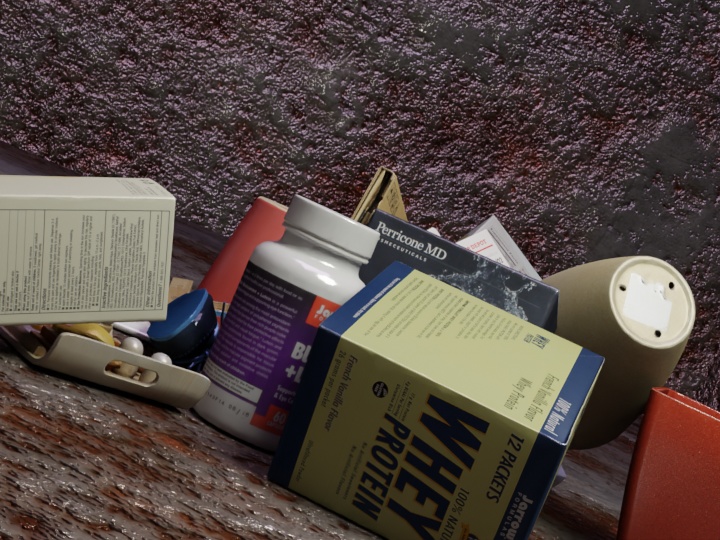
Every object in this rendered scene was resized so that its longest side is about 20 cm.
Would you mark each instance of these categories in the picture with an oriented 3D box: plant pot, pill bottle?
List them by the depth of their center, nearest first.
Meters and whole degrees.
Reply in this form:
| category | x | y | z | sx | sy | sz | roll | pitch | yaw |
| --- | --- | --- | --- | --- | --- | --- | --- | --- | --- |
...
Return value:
| category | x | y | z | sx | sy | sz | roll | pitch | yaw |
| --- | --- | --- | --- | --- | --- | --- | --- | --- | --- |
| pill bottle | -0.059 | 0.044 | 1.110 | 0.110 | 0.203 | 0.111 | 23 | 3 | -1 |
| plant pot | 0.337 | 0.233 | 1.224 | 0.198 | 0.178 | 0.200 | 26 | 3 | 18 |
| plant pot | 0.250 | 0.067 | 1.319 | 0.185 | 0.189 | 0.200 | 23 | -25 | -7 |
| plant pot | -0.090 | 0.023 | 1.514 | 0.198 | 0.180 | 0.200 | 24 | 2 | -1 |

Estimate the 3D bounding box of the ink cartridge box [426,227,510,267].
| category | x | y | z | sx | sy | sz | roll | pitch | yaw |
| --- | --- | --- | --- | --- | --- | --- | --- | --- | --- |
| ink cartridge box | 0.132 | 0.028 | 1.548 | 0.115 | 0.068 | 0.202 | -23 | 78 | -52 |

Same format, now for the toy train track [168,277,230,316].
| category | x | y | z | sx | sy | sz | roll | pitch | yaw |
| --- | --- | --- | --- | --- | --- | --- | --- | --- | --- |
| toy train track | -0.160 | 0.052 | 1.397 | 0.197 | 0.033 | 0.115 | 10 | 21 | -2 |

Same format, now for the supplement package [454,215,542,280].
| category | x | y | z | sx | sy | sz | roll | pitch | yaw |
| --- | --- | --- | --- | --- | --- | --- | --- | --- | --- |
| supplement package | 0.130 | 0.059 | 1.698 | 0.151 | 0.151 | 0.200 | 52 | 39 | -1 |

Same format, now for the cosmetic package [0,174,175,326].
| category | x | y | z | sx | sy | sz | roll | pitch | yaw |
| --- | --- | --- | --- | --- | --- | --- | --- | --- | --- |
| cosmetic package | -0.247 | -0.016 | 0.992 | 0.197 | 0.107 | 0.071 | 1 | 15 | -28 |

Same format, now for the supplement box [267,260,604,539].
| category | x | y | z | sx | sy | sz | roll | pitch | yaw |
| --- | --- | --- | --- | --- | --- | --- | --- | --- | --- |
| supplement box | 0.066 | 0.114 | 1.026 | 0.198 | 0.136 | 0.200 | 25 | 21 | 11 |

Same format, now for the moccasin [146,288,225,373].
| category | x | y | z | sx | sy | sz | roll | pitch | yaw |
| --- | --- | --- | --- | --- | --- | --- | --- | --- | --- |
| moccasin | -0.155 | 0.060 | 1.228 | 0.069 | 0.080 | 0.200 | 56 | -4 | -7 |

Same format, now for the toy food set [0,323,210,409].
| category | x | y | z | sx | sy | sz | roll | pitch | yaw |
| --- | --- | --- | --- | --- | --- | --- | --- | --- | --- |
| toy food set | -0.228 | 0.046 | 1.091 | 0.142 | 0.061 | 0.199 | 23 | 3 | -38 |

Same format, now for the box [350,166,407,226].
| category | x | y | z | sx | sy | sz | roll | pitch | yaw |
| --- | --- | --- | --- | --- | --- | --- | --- | --- | --- |
| box | 0.000 | 0.000 | 1.326 | 0.021 | 0.165 | 0.200 | 26 | -11 | 12 |

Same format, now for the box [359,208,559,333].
| category | x | y | z | sx | sy | sz | roll | pitch | yaw |
| --- | --- | --- | --- | --- | --- | --- | --- | --- | --- |
| box | 0.060 | 0.081 | 1.223 | 0.194 | 0.202 | 0.118 | 24 | -14 | 14 |

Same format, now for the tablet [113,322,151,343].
| category | x | y | z | sx | sy | sz | roll | pitch | yaw |
| --- | --- | --- | --- | --- | --- | --- | --- | --- | --- |
| tablet | -0.275 | 0.037 | 1.369 | 0.198 | 0.014 | 0.130 | 25 | 2 | -8 |

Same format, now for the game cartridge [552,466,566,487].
| category | x | y | z | sx | sy | sz | roll | pitch | yaw |
| --- | --- | --- | --- | --- | --- | --- | --- | --- | --- |
| game cartridge | 0.161 | 0.185 | 1.533 | 0.199 | 0.038 | 0.131 | 21 | 32 | -46 |
